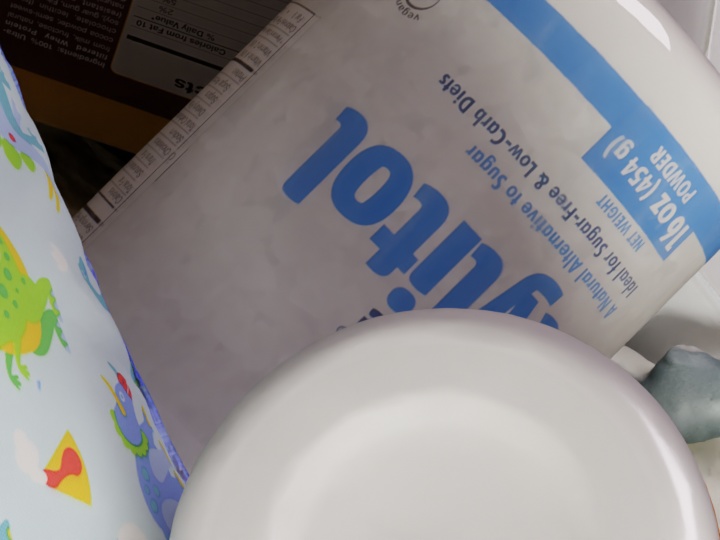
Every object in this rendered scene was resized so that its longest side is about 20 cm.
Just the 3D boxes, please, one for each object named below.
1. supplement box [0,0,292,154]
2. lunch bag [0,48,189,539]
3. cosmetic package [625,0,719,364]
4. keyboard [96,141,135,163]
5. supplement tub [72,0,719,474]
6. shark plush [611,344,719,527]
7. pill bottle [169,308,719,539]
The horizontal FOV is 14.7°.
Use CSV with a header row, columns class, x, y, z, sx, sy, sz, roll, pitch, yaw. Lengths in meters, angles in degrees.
class,x,y,z,sx,sy,sz,roll,pitch,yaw
supplement box,-0.026,-0.165,0.907,0.132,0.200,0.198,19,41,-6
lunch bag,-0.126,0.026,0.573,0.200,0.127,0.170,-19,86,-47
cosmetic package,0.111,-0.026,0.954,0.199,0.123,0.200,48,44,-42
keyboard,-0.076,-0.061,0.988,0.200,0.021,0.127,41,23,-13
supplement tub,0.000,0.000,0.757,0.132,0.200,0.132,44,-3,3
shark plush,0.042,0.047,0.821,0.200,0.091,0.083,31,62,-7
pill bottle,0.030,0.095,0.632,0.113,0.113,0.200,59,-4,25
